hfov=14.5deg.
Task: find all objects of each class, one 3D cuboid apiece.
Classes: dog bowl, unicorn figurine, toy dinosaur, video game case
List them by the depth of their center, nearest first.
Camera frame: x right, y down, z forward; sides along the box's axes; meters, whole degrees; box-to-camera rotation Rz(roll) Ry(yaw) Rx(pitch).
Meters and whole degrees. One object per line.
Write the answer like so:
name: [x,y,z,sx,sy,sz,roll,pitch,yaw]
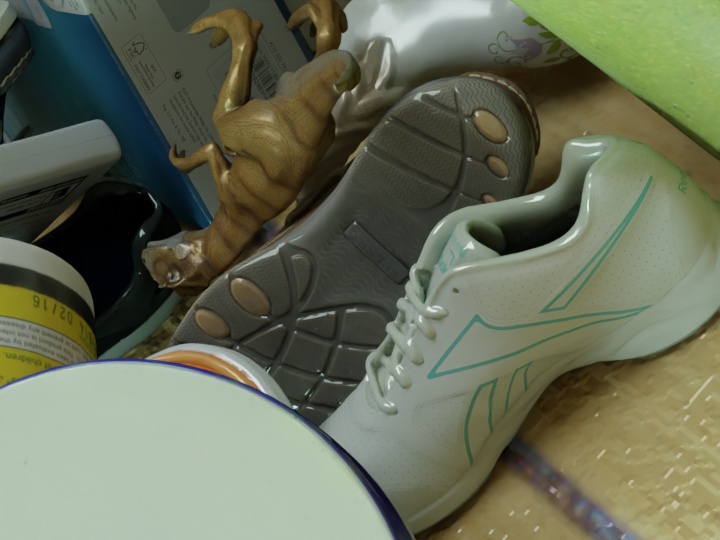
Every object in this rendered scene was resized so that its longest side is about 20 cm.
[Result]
dog bowl: [-0.072,0.131,0.916,0.198,0.079,0.202,-1,80,6]
toy dinosaur: [-0.025,-0.057,1.066,0.200,0.060,0.107,128,143,-53]
unicorn figurine: [0.034,-0.097,1.131,0.199,0.074,0.138,-24,37,35]
video game case: [-0.214,0.011,1.134,0.199,0.022,0.182,-20,-15,-50]

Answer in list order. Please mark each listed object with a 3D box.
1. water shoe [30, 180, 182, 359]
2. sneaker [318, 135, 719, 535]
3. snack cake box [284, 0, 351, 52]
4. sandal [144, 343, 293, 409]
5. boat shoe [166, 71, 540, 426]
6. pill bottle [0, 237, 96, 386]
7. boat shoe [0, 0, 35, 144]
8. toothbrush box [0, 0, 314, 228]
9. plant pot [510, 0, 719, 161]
water shoe: [-0.157,0.037,1.172,0.071,0.079,0.200,41,79,19]
sneaker: [0.038,0.022,1.007,0.200,0.080,0.071,-40,37,15]
snack cake box: [-0.013,-0.203,1.295,0.115,0.067,0.201,-34,36,18]
sandal: [-0.055,0.109,0.984,0.079,0.059,0.208,-30,56,22]
boat shoe: [0.000,0.000,1.089,0.200,0.076,0.072,-42,2,24]
pill bottle: [-0.149,0.097,1.041,0.111,0.111,0.201,-24,57,30]
boat shoe: [-0.183,-0.051,1.224,0.200,0.062,0.075,-36,9,50]
toothbrush box: [-0.120,-0.112,1.240,0.085,0.147,0.199,-42,30,-22]
plant pot: [0.126,-0.132,0.966,0.200,0.184,0.201,-30,38,26]
